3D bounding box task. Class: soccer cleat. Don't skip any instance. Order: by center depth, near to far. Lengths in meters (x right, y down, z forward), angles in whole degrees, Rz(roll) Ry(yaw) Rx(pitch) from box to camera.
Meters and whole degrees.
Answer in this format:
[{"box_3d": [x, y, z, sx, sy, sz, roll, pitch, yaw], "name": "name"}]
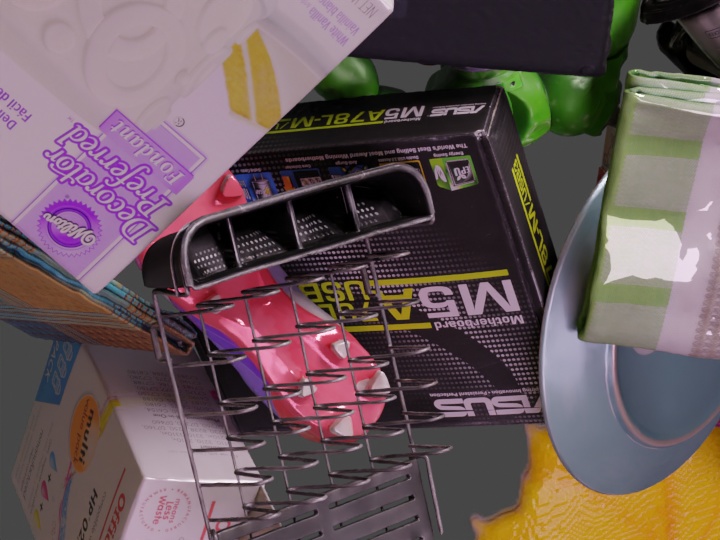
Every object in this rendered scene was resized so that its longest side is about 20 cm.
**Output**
[{"box_3d": [-0.065, 0.009, 1.293, 0.200, 0.076, 0.067, 48, 70, -16], "name": "soccer cleat"}]

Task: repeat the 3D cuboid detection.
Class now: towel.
[{"box_3d": [-0.189, -0.012, 1.255, 0.200, 0.146, 0.022, 32, 73, -37], "name": "towel"}, {"box_3d": [0.213, -0.015, 1.259, 0.198, 0.031, 0.150, 6, 116, -3], "name": "towel"}]

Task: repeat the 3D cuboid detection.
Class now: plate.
[{"box_3d": [0.162, 0.023, 1.360, 0.200, 0.025, 0.202, -22, 120, -44], "name": "plate"}]

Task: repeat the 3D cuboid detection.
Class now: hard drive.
[{"box_3d": [0.020, -0.154, 1.200, 0.198, 0.033, 0.140, 5, 137, 3], "name": "hard drive"}]

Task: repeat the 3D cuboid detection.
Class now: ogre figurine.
[{"box_3d": [0.055, -0.111, 1.317, 0.199, 0.098, 0.121, -21, 117, -23], "name": "ogre figurine"}]

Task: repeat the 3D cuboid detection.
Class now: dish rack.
[{"box_3d": [-0.021, 0.062, 1.223, 0.153, 0.054, 0.201, -17, 97, -39], "name": "dish rack"}]

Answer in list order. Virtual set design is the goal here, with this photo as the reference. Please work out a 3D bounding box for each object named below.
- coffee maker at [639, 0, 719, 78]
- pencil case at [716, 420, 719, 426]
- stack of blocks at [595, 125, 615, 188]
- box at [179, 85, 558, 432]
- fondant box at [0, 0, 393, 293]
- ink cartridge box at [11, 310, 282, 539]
[{"box_3d": [0.266, -0.128, 1.315, 0.200, 0.135, 0.192, 45, 78, -20], "name": "coffee maker"}, {"box_3d": [0.311, 0.083, 1.529, 0.199, 0.085, 0.093, -29, 98, 20], "name": "pencil case"}, {"box_3d": [0.231, -0.030, 1.469, 0.199, 0.059, 0.116, -6, 123, -20], "name": "stack of blocks"}, {"box_3d": [0.000, 0.000, 1.334, 0.199, 0.048, 0.194, -3, 128, 21], "name": "box"}, {"box_3d": [-0.102, -0.107, 1.162, 0.144, 0.058, 0.200, 41, 113, -18], "name": "fondant box"}, {"box_3d": [-0.110, 0.118, 1.326, 0.067, 0.200, 0.116, 6, 118, -26], "name": "ink cartridge box"}]
